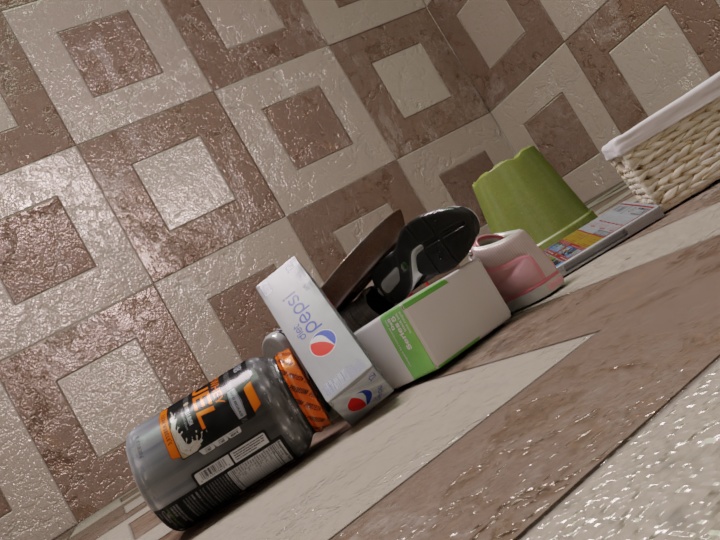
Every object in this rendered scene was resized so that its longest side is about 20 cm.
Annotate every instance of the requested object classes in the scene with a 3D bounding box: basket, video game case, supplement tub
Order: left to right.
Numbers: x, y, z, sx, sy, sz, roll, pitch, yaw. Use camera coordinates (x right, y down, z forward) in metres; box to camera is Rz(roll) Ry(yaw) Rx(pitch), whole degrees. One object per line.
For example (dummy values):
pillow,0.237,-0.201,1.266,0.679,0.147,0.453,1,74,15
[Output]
supplement tub,-0.139,0.177,0.746,0.199,0.123,0.123,-31,-3,-7
video game case,0.312,-0.036,0.974,0.199,0.018,0.143,-32,5,6
basket,0.459,-0.178,0.958,0.199,0.124,0.135,-33,-3,14

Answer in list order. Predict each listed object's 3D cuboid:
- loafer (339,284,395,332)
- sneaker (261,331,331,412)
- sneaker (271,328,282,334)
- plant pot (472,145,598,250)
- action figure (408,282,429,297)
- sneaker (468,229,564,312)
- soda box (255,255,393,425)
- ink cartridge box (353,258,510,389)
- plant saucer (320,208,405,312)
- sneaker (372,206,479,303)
loafer,0.030,0.054,1.031,0.070,0.070,0.200,-44,-5,24
sneaker,-0.064,0.114,0.928,0.100,0.070,0.201,-52,-34,-22
sneaker,-0.062,0.098,1.037,0.114,0.076,0.200,-25,6,20
plant pot,0.285,-0.097,1.145,0.199,0.191,0.200,-30,-3,-2
action figure,0.126,0.041,1.229,0.065,0.100,0.200,-29,-7,-21
sneaker,0.164,0.012,0.900,0.075,0.105,0.200,-32,-3,-39
soda box,-0.045,0.076,0.792,0.063,0.200,0.068,-38,-40,-1
ink cartridge box,0.063,0.081,0.850,0.145,0.085,0.200,-28,-6,-38
plant saucer,0.000,0.000,0.960,0.200,0.034,0.200,-48,-6,-7
sneaker,0.101,-0.039,0.871,0.115,0.076,0.200,-34,-4,-38
